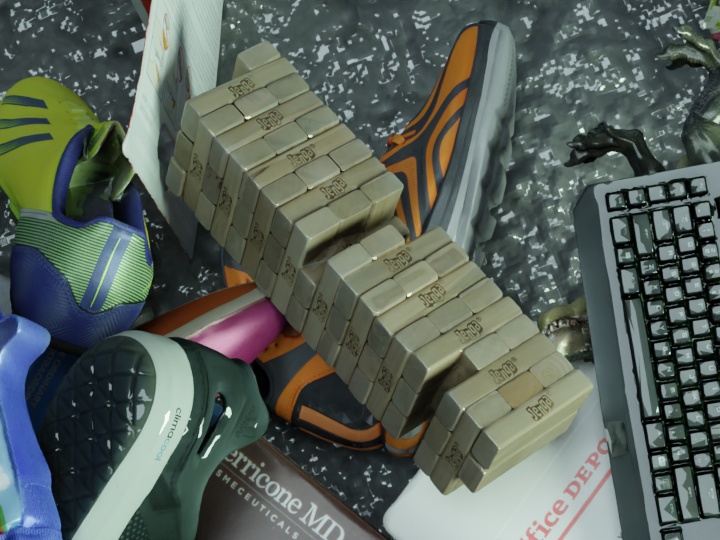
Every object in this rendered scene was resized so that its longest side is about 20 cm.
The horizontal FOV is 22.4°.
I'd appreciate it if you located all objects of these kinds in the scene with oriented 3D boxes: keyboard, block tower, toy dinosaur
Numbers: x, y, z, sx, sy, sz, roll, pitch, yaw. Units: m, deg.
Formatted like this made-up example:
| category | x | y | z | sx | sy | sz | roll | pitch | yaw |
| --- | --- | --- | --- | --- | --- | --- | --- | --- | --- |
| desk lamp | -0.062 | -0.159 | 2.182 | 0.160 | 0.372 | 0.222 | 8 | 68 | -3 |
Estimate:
| category | x | y | z | sx | sy | sz | roll | pitch | yaw |
| --- | --- | --- | --- | --- | --- | --- | --- | --- | --- |
| keyboard | 0.157 | 0.055 | 0.699 | 0.126 | 0.021 | 0.201 | -9 | 82 | 5 |
| block tower | 0.000 | 0.000 | 0.730 | 0.058 | 0.054 | 0.200 | -29 | 66 | -32 |
| toy dinosaur | 0.139 | -0.045 | 0.749 | 0.200 | 0.047 | 0.088 | -41 | 67 | 2 |

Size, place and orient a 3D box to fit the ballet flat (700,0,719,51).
| category | x | y | z | sx | sy | sz | roll | pitch | yaw |
| --- | --- | --- | --- | --- | --- | --- | --- | --- | --- |
| ballet flat | 0.174 | -0.189 | 0.831 | 0.064 | 0.075 | 0.201 | -19 | 62 | 40 |

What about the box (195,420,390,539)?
| category | x | y | z | sx | sy | sz | roll | pitch | yaw |
| --- | --- | --- | --- | --- | --- | --- | --- | --- | --- |
| box | -0.076 | 0.170 | 0.761 | 0.100 | 0.075 | 0.200 | 36 | 81 | 12 |

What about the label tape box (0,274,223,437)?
| category | x | y | z | sx | sy | sz | roll | pitch | yaw |
| --- | --- | --- | --- | --- | --- | --- | --- | --- | --- |
| label tape box | -0.185 | 0.071 | 0.817 | 0.199 | 0.063 | 0.145 | 26 | 81 | 17 |

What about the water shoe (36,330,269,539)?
| category | x | y | z | sx | sy | sz | roll | pitch | yaw |
| --- | --- | --- | --- | --- | --- | --- | --- | --- | --- |
| water shoe | -0.103 | 0.115 | 0.702 | 0.200 | 0.079 | 0.072 | -56 | 48 | 20 |

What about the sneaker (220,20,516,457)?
| category | x | y | z | sx | sy | sz | roll | pitch | yaw |
| --- | --- | --- | --- | --- | --- | --- | --- | --- | --- |
| sneaker | 0.000 | -0.026 | 0.805 | 0.111 | 0.078 | 0.201 | 14 | 77 | 13 |

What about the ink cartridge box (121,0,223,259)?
| category | x | y | z | sx | sy | sz | roll | pitch | yaw |
| --- | --- | --- | --- | --- | --- | --- | --- | --- | --- |
| ink cartridge box | -0.096 | -0.123 | 0.807 | 0.050 | 0.162 | 0.201 | 6 | 75 | 6 |

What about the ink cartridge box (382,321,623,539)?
| category | x | y | z | sx | sy | sz | roll | pitch | yaw |
| --- | --- | --- | --- | --- | --- | --- | --- | --- | --- |
| ink cartridge box | 0.120 | 0.125 | 0.745 | 0.200 | 0.067 | 0.117 | 36 | 82 | 17 |

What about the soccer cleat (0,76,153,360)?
| category | x | y | z | sx | sy | sz | roll | pitch | yaw |
| --- | --- | --- | --- | --- | --- | --- | --- | --- | --- |
| soccer cleat | -0.121 | -0.040 | 0.794 | 0.084 | 0.064 | 0.200 | -58 | 27 | 24 |

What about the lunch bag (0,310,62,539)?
| category | x | y | z | sx | sy | sz | roll | pitch | yaw |
| --- | --- | --- | --- | --- | --- | --- | --- | --- | --- |
| lunch bag | -0.193 | 0.075 | 0.697 | 0.199 | 0.094 | 0.151 | -33 | 62 | 21 |

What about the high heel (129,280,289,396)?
| category | x | y | z | sx | sy | sz | roll | pitch | yaw |
| --- | --- | --- | --- | --- | --- | --- | --- | --- | --- |
| high heel | -0.096 | 0.085 | 0.768 | 0.199 | 0.067 | 0.096 | -31 | 102 | 1 |
